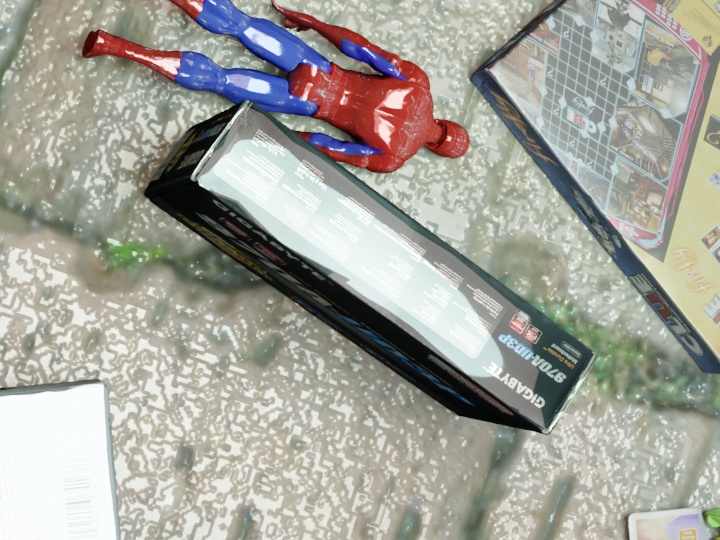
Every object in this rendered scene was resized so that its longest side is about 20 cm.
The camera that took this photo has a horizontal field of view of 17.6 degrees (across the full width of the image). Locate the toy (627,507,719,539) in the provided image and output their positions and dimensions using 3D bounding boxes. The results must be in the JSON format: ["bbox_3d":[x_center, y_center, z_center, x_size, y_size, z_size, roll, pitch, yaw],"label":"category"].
[{"bbox_3d":[0.202,0.220,1.186,0.114,0.047,0.202,-4,89,-12],"label":"toy"}]

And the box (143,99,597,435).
[{"bbox_3d":[0.000,0.000,1.088,0.199,0.159,0.046,36,82,-11],"label":"box"}]

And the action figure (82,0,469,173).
[{"bbox_3d":[-0.034,-0.096,1.140,0.199,0.052,0.066,21,89,-17],"label":"action figure"}]

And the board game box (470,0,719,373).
[{"bbox_3d":[0.169,-0.066,1.194,0.135,0.035,0.200,-40,97,-12],"label":"board game box"}]

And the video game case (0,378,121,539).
[{"bbox_3d":[-0.196,0.157,1.043,0.180,0.045,0.202,-5,90,-16],"label":"video game case"}]
